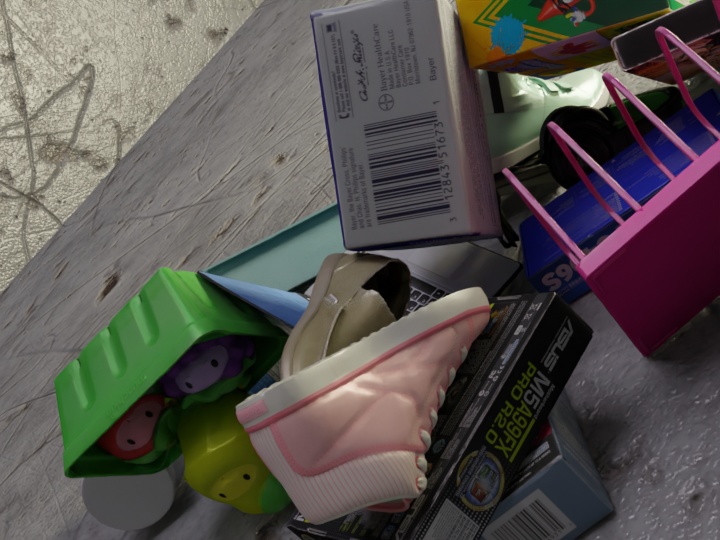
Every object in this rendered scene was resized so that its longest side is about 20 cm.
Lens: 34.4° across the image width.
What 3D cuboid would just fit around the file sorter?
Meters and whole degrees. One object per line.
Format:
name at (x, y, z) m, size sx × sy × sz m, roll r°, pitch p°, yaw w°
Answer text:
file sorter at (0.215, -0.072, 0.791) m, size 0.200 × 0.139 × 0.126 m, roll -41°, pitch 53°, yaw 7°

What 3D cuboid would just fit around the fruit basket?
fruit basket at (-0.144, 0.129, 1.012) m, size 0.213 × 0.155 × 0.219 m, roll -5°, pitch 81°, yaw 31°

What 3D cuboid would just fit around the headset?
headset at (0.201, -0.097, 1.042) m, size 0.198 × 0.095 × 0.124 m, roll -24°, pitch 13°, yaw 9°

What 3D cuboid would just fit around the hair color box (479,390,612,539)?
hair color box at (0.099, 0.119, 0.817) m, size 0.099 × 0.061 × 0.201 m, roll -40°, pitch 21°, yaw 14°

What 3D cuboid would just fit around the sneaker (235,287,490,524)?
sneaker at (0.022, 0.089, 0.729) m, size 0.199 × 0.106 × 0.075 m, roll -26°, pitch -5°, yaw -38°

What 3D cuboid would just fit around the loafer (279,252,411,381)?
loafer at (-0.005, 0.051, 0.828) m, size 0.068 × 0.076 × 0.201 m, roll -19°, pitch 36°, yaw 24°

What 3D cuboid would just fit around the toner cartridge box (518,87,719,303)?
toner cartridge box at (0.222, -0.057, 0.944) m, size 0.199 × 0.043 × 0.095 m, roll -36°, pitch 23°, yaw 21°

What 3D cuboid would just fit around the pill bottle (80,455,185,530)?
pill bottle at (-0.241, 0.181, 1.245) m, size 0.115 × 0.116 × 0.200 m, roll -40°, pitch 21°, yaw 10°

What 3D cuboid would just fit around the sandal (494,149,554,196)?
sandal at (0.118, -0.075, 1.160) m, size 0.199 × 0.058 × 0.080 m, roll -9°, pitch 32°, yaw 33°

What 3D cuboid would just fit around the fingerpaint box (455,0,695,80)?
fingerpaint box at (0.192, -0.219, 0.971) m, size 0.165 × 0.074 × 0.199 m, roll -12°, pitch 0°, yaw 28°

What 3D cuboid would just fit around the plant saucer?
plant saucer at (-0.055, -0.016, 1.148) m, size 0.198 × 0.019 × 0.070 m, roll -29°, pitch 56°, yaw -15°

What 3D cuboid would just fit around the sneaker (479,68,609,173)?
sneaker at (0.166, -0.186, 1.129) m, size 0.199 × 0.120 × 0.073 m, roll -33°, pitch 25°, yaw -32°

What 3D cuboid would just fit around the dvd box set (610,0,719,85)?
dvd box set at (0.290, -0.191, 0.918) m, size 0.145 × 0.030 × 0.199 m, roll -21°, pitch -4°, yaw 25°

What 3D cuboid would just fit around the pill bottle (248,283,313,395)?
pill bottle at (-0.097, 0.084, 1.169) m, size 0.112 × 0.112 × 0.201 m, roll -12°, pitch 38°, yaw 54°

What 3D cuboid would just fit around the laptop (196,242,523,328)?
laptop at (0.000, 0.000, 1.015) m, size 0.200 × 0.116 × 0.186 m, roll -45°, pitch 41°, yaw -18°

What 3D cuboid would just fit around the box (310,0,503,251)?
box at (0.043, -0.111, 0.945) m, size 0.103 × 0.187 × 0.200 m, roll -8°, pitch -1°, yaw 14°

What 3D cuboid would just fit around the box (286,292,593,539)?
box at (0.051, 0.108, 0.783) m, size 0.201 × 0.044 × 0.160 m, roll -56°, pitch 21°, yaw -22°
